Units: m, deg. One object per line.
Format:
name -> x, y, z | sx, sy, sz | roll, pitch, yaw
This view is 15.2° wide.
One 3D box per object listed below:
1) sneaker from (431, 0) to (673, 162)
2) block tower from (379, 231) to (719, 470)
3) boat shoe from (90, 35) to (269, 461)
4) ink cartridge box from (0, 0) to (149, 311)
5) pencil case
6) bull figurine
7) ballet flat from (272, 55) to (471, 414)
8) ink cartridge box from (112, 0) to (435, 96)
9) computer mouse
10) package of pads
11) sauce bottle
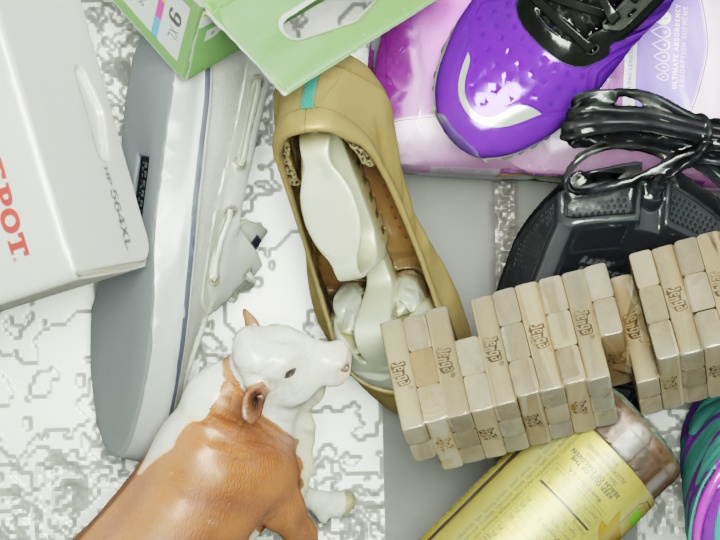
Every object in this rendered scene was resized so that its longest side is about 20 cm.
sneaker -> 0.106, -0.133, 1.144 | 0.070, 0.100, 0.200 | 44, 84, 4
block tower -> 0.112, 0.029, 1.156 | 0.199, 0.054, 0.058 | -14, 63, 4
boat shoe -> -0.075, -0.011, 1.227 | 0.070, 0.071, 0.201 | 4, 97, -28
ink cartridge box -> -0.212, -0.042, 1.182 | 0.199, 0.084, 0.147 | -18, 89, 19
pencil case -> 0.182, 0.094, 1.169 | 0.085, 0.200, 0.093 | 23, 99, 2
bull figurine -> -0.065, 0.113, 1.204 | 0.200, 0.065, 0.121 | -46, 122, 2
ballet flat -> 0.000, 0.000, 1.190 | 0.068, 0.063, 0.201 | -11, 121, 17
ink cartridge box -> -0.062, -0.153, 1.185 | 0.104, 0.059, 0.200 | -33, 70, -28
computer mouse -> 0.116, -0.002, 1.211 | 0.138, 0.053, 0.200 | 14, 125, -21
package of pads -> 0.104, -0.100, 1.231 | 0.199, 0.076, 0.121 | 3, 86, -2
sauce bottle -> 0.052, 0.136, 1.191 | 0.200, 0.065, 0.065 | -43, 91, -4
